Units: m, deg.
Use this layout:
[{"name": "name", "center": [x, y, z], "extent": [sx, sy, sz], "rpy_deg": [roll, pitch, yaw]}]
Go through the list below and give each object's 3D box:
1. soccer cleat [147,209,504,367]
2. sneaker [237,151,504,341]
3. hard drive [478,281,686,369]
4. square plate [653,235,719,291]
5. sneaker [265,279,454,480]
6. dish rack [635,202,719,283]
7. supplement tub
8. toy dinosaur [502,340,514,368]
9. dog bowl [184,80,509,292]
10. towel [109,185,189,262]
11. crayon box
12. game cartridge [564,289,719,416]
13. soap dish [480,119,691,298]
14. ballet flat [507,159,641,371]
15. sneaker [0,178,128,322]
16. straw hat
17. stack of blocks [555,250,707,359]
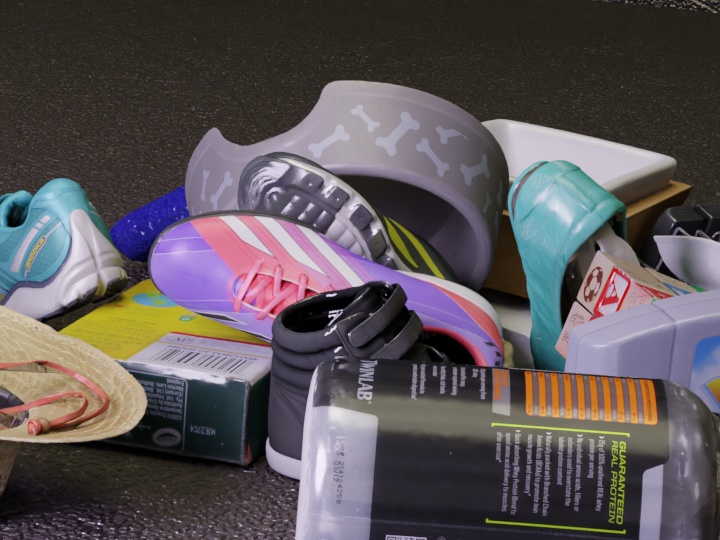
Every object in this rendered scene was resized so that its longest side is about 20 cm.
[{"name": "soccer cleat", "center": [-0.017, 0.022, 1.311], "extent": [0.200, 0.068, 0.073], "rpy_deg": [18, 22, -9]}, {"name": "sneaker", "center": [0.000, 0.000, 1.408], "extent": [0.200, 0.074, 0.085], "rpy_deg": [44, 12, -25]}, {"name": "hard drive", "center": [0.134, 0.027, 1.601], "extent": [0.200, 0.027, 0.132], "rpy_deg": [-9, 19, -42]}, {"name": "square plate", "center": [0.273, 0.030, 1.399], "extent": [0.198, 0.028, 0.200], "rpy_deg": [22, 0, -6]}, {"name": "sneaker", "center": [0.037, 0.059, 1.234], "extent": [0.200, 0.099, 0.071], "rpy_deg": [3, 28, 24]}, {"name": "dish rack", "center": [0.291, 0.018, 1.588], "extent": [0.153, 0.055, 0.200], "rpy_deg": [-7, 36, -37]}, {"name": "supplement tub", "center": [0.074, 0.103, 1.056], "extent": [0.200, 0.123, 0.123], "rpy_deg": [5, 13, 1]}, {"name": "toy dinosaur", "center": [0.119, 0.089, 1.309], "extent": [0.088, 0.048, 0.200], "rpy_deg": [-3, 19, -14]}, {"name": "dog bowl", "center": [-0.008, -0.028, 1.482], "extent": [0.200, 0.200, 0.059], "rpy_deg": [3, 53, -6]}, {"name": "towel", "center": [-0.059, -0.064, 1.670], "extent": [0.200, 0.050, 0.148], "rpy_deg": [-24, -9, 32]}, {"name": "crayon box", "center": [-0.090, 0.051, 1.379], "extent": [0.127, 0.051, 0.200], "rpy_deg": [8, 14, 15]}, {"name": "game cartridge", "center": [0.192, 0.075, 1.187], "extent": [0.200, 0.133, 0.040], "rpy_deg": [-1, 14, -19]}, {"name": "soap dish", "center": [0.113, -0.040, 1.627], "extent": [0.157, 0.081, 0.200], "rpy_deg": [14, 17, 23]}, {"name": "ballet flat", "center": [0.129, 0.023, 1.364], "extent": [0.067, 0.200, 0.070], "rpy_deg": [-39, 51, -18]}, {"name": "sneaker", "center": [-0.197, -0.008, 1.456], "extent": [0.077, 0.080, 0.200], "rpy_deg": [-21, 1, -32]}, {"name": "straw hat", "center": [-0.209, 0.077, 1.168], "extent": [0.201, 0.085, 0.201], "rpy_deg": [16, 17, -5]}, {"name": "stack of blocks", "center": [0.215, 0.062, 1.279], "extent": [0.200, 0.059, 0.115], "rpy_deg": [20, 10, -18]}]
